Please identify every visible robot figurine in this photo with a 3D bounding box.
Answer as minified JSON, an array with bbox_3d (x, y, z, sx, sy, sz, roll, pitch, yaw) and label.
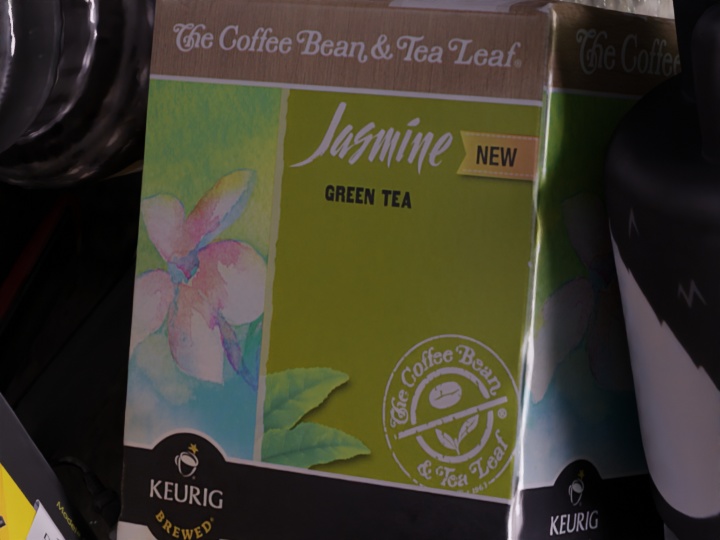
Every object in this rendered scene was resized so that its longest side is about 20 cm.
[{"bbox_3d":[0.127,0.014,0.755,0.150,0.124,0.201,-36,124,-42],"label":"robot figurine"}]

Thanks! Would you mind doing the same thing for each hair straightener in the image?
[{"bbox_3d":[-0.102,0.066,0.879,0.041,0.077,0.201,95,21,-52],"label":"hair straightener"}]

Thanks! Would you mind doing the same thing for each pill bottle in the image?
[{"bbox_3d":[-0.073,-0.085,0.881,0.200,0.111,0.113,-18,107,-54],"label":"pill bottle"}]

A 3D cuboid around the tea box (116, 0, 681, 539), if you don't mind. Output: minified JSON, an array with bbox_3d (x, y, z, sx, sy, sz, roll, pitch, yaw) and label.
[{"bbox_3d":[0.041,0.022,0.855,0.200,0.133,0.198,-2,96,-58],"label":"tea box"}]

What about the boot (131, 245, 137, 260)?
[{"bbox_3d":[0.000,0.000,1.014,0.155,0.073,0.201,35,51,-29],"label":"boot"}]

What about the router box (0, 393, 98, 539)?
[{"bbox_3d":[-0.144,0.048,0.748,0.201,0.051,0.149,59,19,-19],"label":"router box"}]
